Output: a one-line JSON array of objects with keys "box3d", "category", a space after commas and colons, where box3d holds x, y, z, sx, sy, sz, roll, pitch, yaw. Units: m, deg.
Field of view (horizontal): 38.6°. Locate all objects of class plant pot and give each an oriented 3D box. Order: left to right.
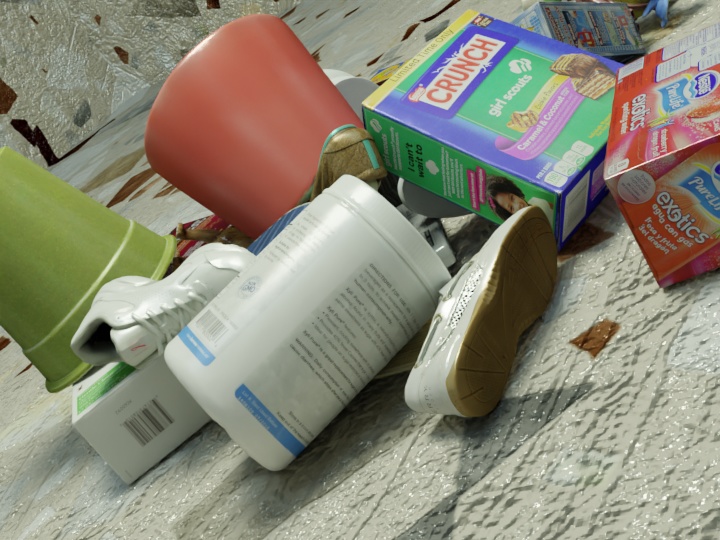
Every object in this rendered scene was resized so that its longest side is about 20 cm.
[{"box3d": [-0.317, -0.016, 1.015, 0.200, 0.190, 0.201, -39, 23, 21], "category": "plant pot"}, {"box3d": [-0.084, -0.119, 1.015, 0.200, 0.177, 0.201, -40, -21, -18], "category": "plant pot"}]

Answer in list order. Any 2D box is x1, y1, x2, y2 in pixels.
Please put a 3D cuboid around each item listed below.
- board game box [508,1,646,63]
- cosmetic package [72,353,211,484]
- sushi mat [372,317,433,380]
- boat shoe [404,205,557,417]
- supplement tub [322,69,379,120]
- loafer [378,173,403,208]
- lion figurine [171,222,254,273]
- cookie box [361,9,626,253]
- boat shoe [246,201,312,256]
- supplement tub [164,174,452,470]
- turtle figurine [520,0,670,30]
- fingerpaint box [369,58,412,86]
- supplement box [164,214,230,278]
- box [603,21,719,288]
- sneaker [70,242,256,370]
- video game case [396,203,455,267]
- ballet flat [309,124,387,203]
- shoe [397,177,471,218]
[{"box3d": [0.174, -0.215, 1.058, 0.199, 0.062, 0.199, -23, -5, 26], "category": "board game box"}, {"box3d": [-0.215, 0.109, 1.001, 0.107, 0.085, 0.200, -39, 22, -5], "category": "cosmetic package"}, {"box3d": [0.016, 0.063, 0.857, 0.199, 0.012, 0.096, -19, 26, 34], "category": "sushi mat"}, {"box3d": [0.086, 0.025, 0.754, 0.069, 0.071, 0.200, -12, 31, 41], "category": "boat shoe"}, {"box3d": [-0.064, -0.161, 1.212, 0.145, 0.146, 0.199, -44, 30, -26], "category": "supplement tub"}, {"box3d": [0.016, -0.088, 1.105, 0.199, 0.075, 0.070, -31, 25, 9], "category": "loafer"}, {"box3d": [-0.145, 0.000, 1.120, 0.200, 0.121, 0.073, 137, 139, -72], "category": "lion figurine"}, {"box3d": [0.129, -0.128, 0.891, 0.199, 0.076, 0.171, 27, 56, 28], "category": "cookie box"}, {"box3d": [-0.075, 0.007, 0.926, 0.199, 0.072, 0.072, -32, 19, 44], "category": "boat shoe"}, {"box3d": [-0.039, 0.040, 0.791, 0.200, 0.132, 0.132, -44, 22, -8], "category": "supplement tub"}, {"box3d": [0.294, -0.354, 1.197, 0.143, 0.202, 0.193, -5, -6, -40], "category": "turtle figurine"}, {"box3d": [0.055, -0.205, 1.311, 0.199, 0.074, 0.167, -5, 35, 52], "category": "fingerpaint box"}, {"box3d": [-0.190, -0.021, 1.287, 0.199, 0.061, 0.109, -12, 29, 46], "category": "supplement box"}, {"box3d": [0.243, -0.090, 0.739, 0.099, 0.096, 0.201, -23, 23, 28], "category": "box"}, {"box3d": [-0.162, 0.043, 0.872, 0.199, 0.078, 0.100, -20, 23, 28], "category": "sneaker"}, {"box3d": [0.000, 0.000, 0.992, 0.181, 0.023, 0.200, -31, 17, 8], "category": "video game case"}, {"box3d": [-0.016, -0.039, 0.928, 0.067, 0.073, 0.201, -20, -31, -33], "category": "ballet flat"}, {"box3d": [0.121, -0.111, 0.997, 0.198, 0.072, 0.091, -24, 17, -8], "category": "shoe"}]
